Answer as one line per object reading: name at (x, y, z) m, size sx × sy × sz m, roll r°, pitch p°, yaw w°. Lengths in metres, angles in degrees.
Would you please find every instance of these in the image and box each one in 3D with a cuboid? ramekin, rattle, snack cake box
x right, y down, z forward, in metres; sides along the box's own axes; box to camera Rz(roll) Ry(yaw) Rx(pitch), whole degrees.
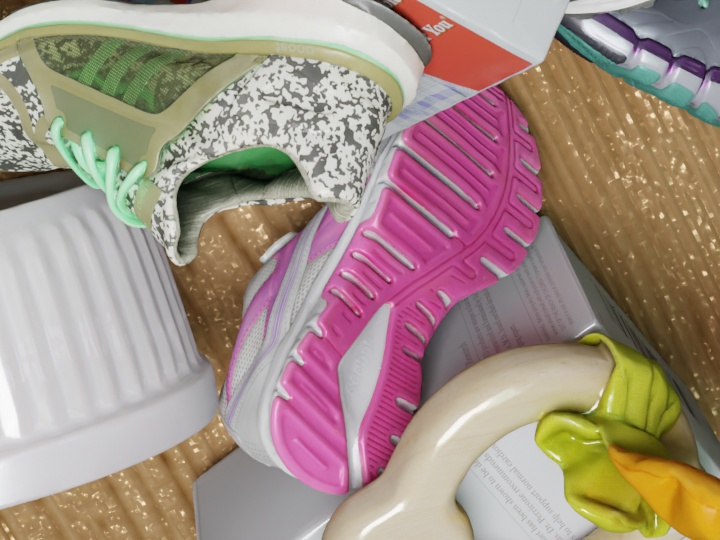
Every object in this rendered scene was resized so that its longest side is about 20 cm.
ramekin at (-0.163, 0.027, 0.937) m, size 0.200 × 0.200 × 0.105 m, roll -12°, pitch 99°, yaw 2°
rattle at (0.050, 0.125, 0.875) m, size 0.200 × 0.143 × 0.130 m, roll -27°, pitch 139°, yaw -4°
snack cake box at (-0.010, -0.110, 0.886) m, size 0.115 × 0.200 × 0.067 m, roll 29°, pitch 73°, yaw -17°

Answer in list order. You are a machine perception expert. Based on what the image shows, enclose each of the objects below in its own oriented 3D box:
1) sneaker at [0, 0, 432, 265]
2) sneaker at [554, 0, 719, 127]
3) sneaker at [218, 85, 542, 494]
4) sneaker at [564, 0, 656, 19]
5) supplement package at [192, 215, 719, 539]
sneaker at (-0.075, -0.045, 0.835) m, size 0.200 × 0.089 × 0.077 m, roll -6°, pitch 148°, yaw 29°
sneaker at (0.163, -0.100, 0.977) m, size 0.200 × 0.074 × 0.088 m, roll 25°, pitch 95°, yaw -21°
sneaker at (0.000, 0.000, 0.970) m, size 0.081 × 0.088 × 0.200 m, roll 47°, pitch 62°, yaw -25°
sneaker at (0.129, -0.165, 0.881) m, size 0.200 × 0.074 × 0.079 m, roll -29°, pitch 138°, yaw 24°
supplement package at (0.042, 0.095, 0.998) m, size 0.200 × 0.117 × 0.117 m, roll -37°, pitch 113°, yaw 9°
